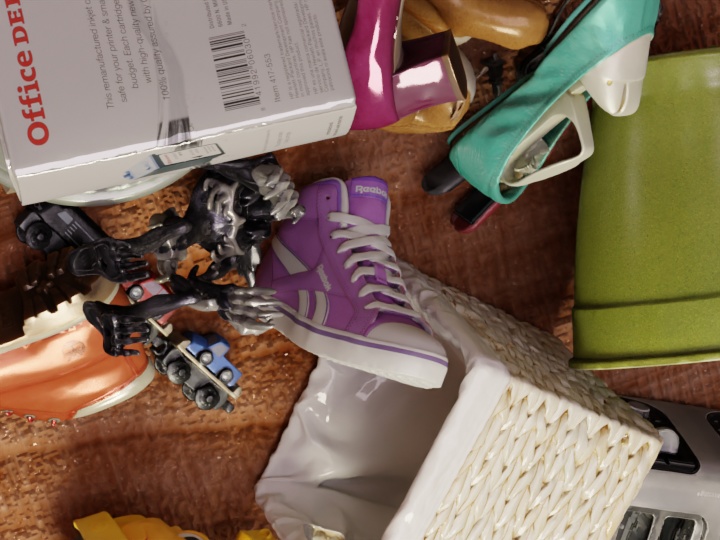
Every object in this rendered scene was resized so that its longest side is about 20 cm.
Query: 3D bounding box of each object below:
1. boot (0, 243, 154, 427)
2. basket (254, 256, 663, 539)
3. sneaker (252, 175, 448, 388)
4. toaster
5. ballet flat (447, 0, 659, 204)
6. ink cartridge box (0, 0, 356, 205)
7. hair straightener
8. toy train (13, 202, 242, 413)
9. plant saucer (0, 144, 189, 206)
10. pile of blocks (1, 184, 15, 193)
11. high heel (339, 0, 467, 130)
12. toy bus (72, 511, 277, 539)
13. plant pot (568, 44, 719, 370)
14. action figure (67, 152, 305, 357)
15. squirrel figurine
[{"bbox_3d":[-0.230,0.069,1.706,0.200,0.075,0.107,-20,127,9],"label":"boot"},{"bbox_3d":[0.061,0.125,1.759,0.161,0.198,0.200,20,103,-27],"label":"basket"},{"bbox_3d":[-0.001,0.000,1.689,0.073,0.200,0.114,18,96,-37],"label":"sneaker"},{"bbox_3d":[0.208,0.195,1.870,0.181,0.119,0.200,10,107,-19],"label":"toaster"},{"bbox_3d":[0.134,-0.110,1.666,0.070,0.067,0.200,53,127,12],"label":"ballet flat"},{"bbox_3d":[-0.116,-0.133,1.542,0.200,0.086,0.147,-13,81,-5],"label":"ink cartridge box"},{"bbox_3d":[0.116,-0.117,1.766,0.200,0.041,0.077,-42,116,1],"label":"hair straightener"},{"bbox_3d":[-0.144,0.021,1.746,0.046,0.034,0.200,-48,116,-7],"label":"toy train"},{"bbox_3d":[-0.165,-0.140,1.611,0.200,0.050,0.201,2,77,-7],"label":"plant saucer"},{"bbox_3d":[-0.143,-0.116,1.687,0.200,0.082,0.062,-24,72,-17],"label":"pile of blocks"},{"bbox_3d":[-0.010,-0.171,1.580,0.096,0.067,0.200,-13,116,15],"label":"high heel"},{"bbox_3d":[-0.087,0.238,1.779,0.192,0.136,0.200,-20,130,-17],"label":"toy bus"},{"bbox_3d":[0.222,-0.044,1.719,0.200,0.200,0.193,-6,91,-15],"label":"plant pot"},{"bbox_3d":[-0.086,-0.016,1.665,0.200,0.102,0.119,-35,132,-46],"label":"action figure"},{"bbox_3d":[0.023,-0.186,1.680,0.200,0.142,0.187,26,112,-10],"label":"squirrel figurine"}]
